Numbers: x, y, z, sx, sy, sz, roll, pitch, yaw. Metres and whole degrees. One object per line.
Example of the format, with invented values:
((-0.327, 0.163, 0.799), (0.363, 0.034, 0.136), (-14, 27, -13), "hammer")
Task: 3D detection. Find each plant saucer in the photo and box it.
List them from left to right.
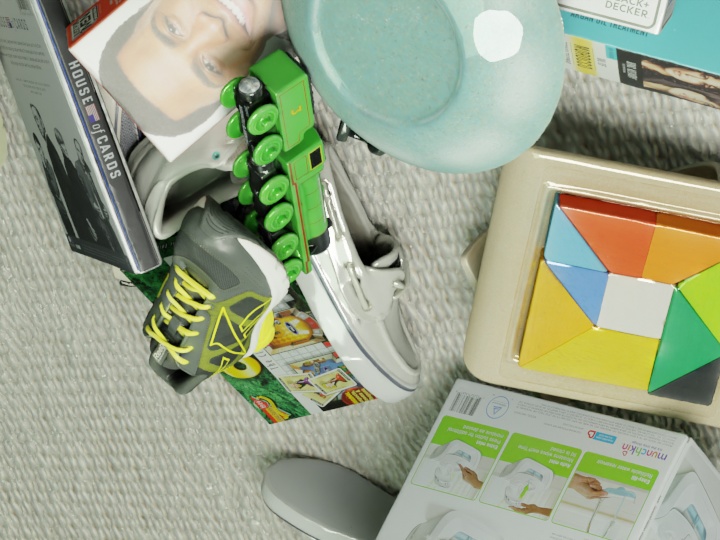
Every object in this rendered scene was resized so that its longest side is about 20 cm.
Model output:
((0.024, -0.140, 1.504), (0.200, 0.039, 0.202), (20, 128, 28), "plant saucer")

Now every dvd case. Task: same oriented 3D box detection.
((-0.196, -0.100, 1.702), (0.150, 0.025, 0.201), (18, 129, 66), "dvd case")

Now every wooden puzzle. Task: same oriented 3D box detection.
((0.174, 0.017, 1.650), (0.199, 0.037, 0.186), (14, 125, 5), "wooden puzzle")

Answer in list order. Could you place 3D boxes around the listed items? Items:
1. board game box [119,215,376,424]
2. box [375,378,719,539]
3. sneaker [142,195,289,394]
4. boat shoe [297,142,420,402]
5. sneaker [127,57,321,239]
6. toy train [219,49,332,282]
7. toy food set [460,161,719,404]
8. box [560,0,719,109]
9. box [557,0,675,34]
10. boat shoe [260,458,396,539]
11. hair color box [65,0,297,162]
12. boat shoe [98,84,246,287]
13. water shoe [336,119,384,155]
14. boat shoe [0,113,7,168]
((-0.071, 0.038, 1.802), (0.104, 0.024, 0.200), (-13, 138, 29), "board game box")
((0.122, 0.185, 1.725), (0.199, 0.177, 0.097), (11, 156, 40), "box")
((-0.098, 0.026, 1.660), (0.074, 0.085, 0.200), (41, 161, 17), "sneaker")
((0.000, 0.000, 1.749), (0.066, 0.072, 0.200), (-22, 110, 19), "boat shoe")
((-0.069, -0.095, 1.665), (0.075, 0.089, 0.200), (36, 109, -26), "sneaker")
((-0.049, -0.062, 1.614), (0.042, 0.056, 0.200), (45, 160, 29), "toy train")
((0.182, 0.019, 1.699), (0.199, 0.060, 0.144), (-15, 118, 32), "toy food set")
((0.148, -0.150, 1.565), (0.199, 0.049, 0.082), (16, 172, 11), "box")
((0.145, -0.248, 1.468), (0.116, 0.060, 0.201), (15, 110, 11), "box")
((0.014, 0.205, 1.911), (0.199, 0.072, 0.066), (21, 127, -4), "boat shoe")
((-0.076, -0.172, 1.597), (0.200, 0.061, 0.102), (-40, 110, 7), "hair color box")
((-0.127, -0.070, 1.760), (0.092, 0.075, 0.201), (6, 135, 9), "boat shoe")
((0.049, -0.108, 1.595), (0.071, 0.079, 0.200), (18, 172, -22), "water shoe")
((-0.323, -0.140, 1.790), (0.201, 0.074, 0.063), (47, 167, -29), "boat shoe")
